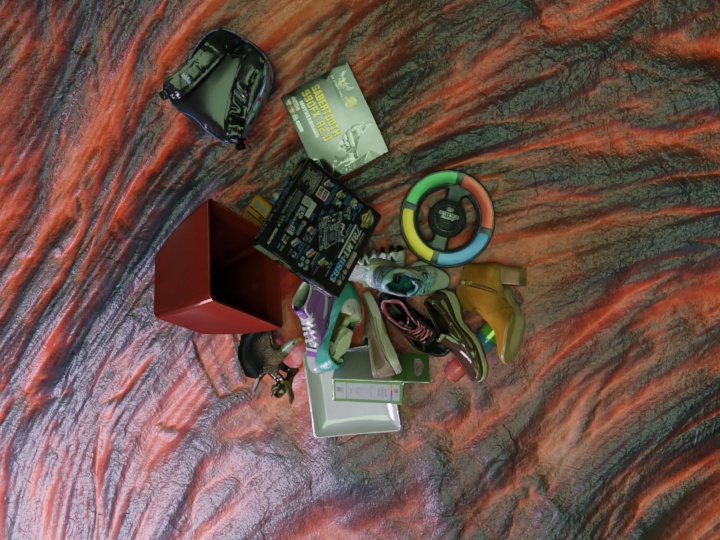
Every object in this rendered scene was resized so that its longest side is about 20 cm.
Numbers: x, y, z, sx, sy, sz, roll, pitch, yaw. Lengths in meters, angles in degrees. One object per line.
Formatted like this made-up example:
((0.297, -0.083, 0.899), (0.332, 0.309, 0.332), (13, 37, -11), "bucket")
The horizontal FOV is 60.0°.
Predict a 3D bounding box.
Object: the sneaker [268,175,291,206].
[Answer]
((-0.083, -0.129, 1.281), (0.198, 0.077, 0.086), (25, 96, -24), "sneaker")

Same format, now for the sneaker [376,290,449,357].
((0.110, 0.116, 1.309), (0.199, 0.095, 0.079), (40, 99, -2), "sneaker")

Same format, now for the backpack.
((-0.263, -0.372, 1.248), (0.199, 0.154, 0.191), (34, 109, -6), "backpack")

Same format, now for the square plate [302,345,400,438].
((-0.019, 0.264, 1.378), (0.197, 0.028, 0.201), (-7, 97, 7), "square plate")

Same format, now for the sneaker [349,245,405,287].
((0.000, 0.000, 1.318), (0.197, 0.075, 0.082), (-6, 107, 7), "sneaker")

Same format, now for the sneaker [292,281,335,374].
((-0.107, 0.116, 1.307), (0.072, 0.114, 0.204), (1, 85, 35), "sneaker")

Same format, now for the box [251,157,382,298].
((-0.081, -0.081, 1.222), (0.198, 0.050, 0.202), (35, 74, -24), "box")

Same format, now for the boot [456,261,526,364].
((0.258, 0.083, 1.266), (0.143, 0.070, 0.204), (0, 76, 42), "boot")

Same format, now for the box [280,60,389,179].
((-0.050, -0.300, 1.286), (0.157, 0.048, 0.202), (-25, 96, 10), "box")

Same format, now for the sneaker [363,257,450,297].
((0.107, 0.028, 1.267), (0.197, 0.086, 0.079), (2, 110, -28), "sneaker")

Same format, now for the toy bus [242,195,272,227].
((-0.155, -0.066, 1.295), (0.199, 0.065, 0.079), (39, 99, 19), "toy bus")

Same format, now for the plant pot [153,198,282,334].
((-0.281, 0.019, 1.183), (0.175, 0.199, 0.203), (-22, 61, 25), "plant pot")

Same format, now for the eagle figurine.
((-0.197, 0.166, 1.329), (0.151, 0.151, 0.201), (-42, 112, -26), "eagle figurine")

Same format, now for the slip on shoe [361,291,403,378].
((0.028, 0.131, 1.285), (0.060, 0.076, 0.202), (-23, 57, 3), "slip on shoe")

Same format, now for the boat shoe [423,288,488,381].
((0.187, 0.139, 1.275), (0.074, 0.075, 0.204), (-12, 62, -25), "boat shoe")

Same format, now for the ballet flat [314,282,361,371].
((-0.032, 0.116, 1.289), (0.067, 0.070, 0.202), (38, 60, -34), "ballet flat")

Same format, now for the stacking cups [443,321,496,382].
((0.256, 0.155, 1.314), (0.060, 0.061, 0.201), (40, 100, -1), "stacking cups")

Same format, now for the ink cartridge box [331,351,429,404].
((0.044, 0.221, 1.293), (0.197, 0.104, 0.060), (1, 115, 5), "ink cartridge box")

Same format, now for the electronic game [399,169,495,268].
((0.178, -0.106, 1.282), (0.197, 0.042, 0.203), (0, 90, 3), "electronic game")

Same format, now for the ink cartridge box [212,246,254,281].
((-0.298, 0.016, 1.342), (0.143, 0.088, 0.203), (11, 101, 4), "ink cartridge box")
